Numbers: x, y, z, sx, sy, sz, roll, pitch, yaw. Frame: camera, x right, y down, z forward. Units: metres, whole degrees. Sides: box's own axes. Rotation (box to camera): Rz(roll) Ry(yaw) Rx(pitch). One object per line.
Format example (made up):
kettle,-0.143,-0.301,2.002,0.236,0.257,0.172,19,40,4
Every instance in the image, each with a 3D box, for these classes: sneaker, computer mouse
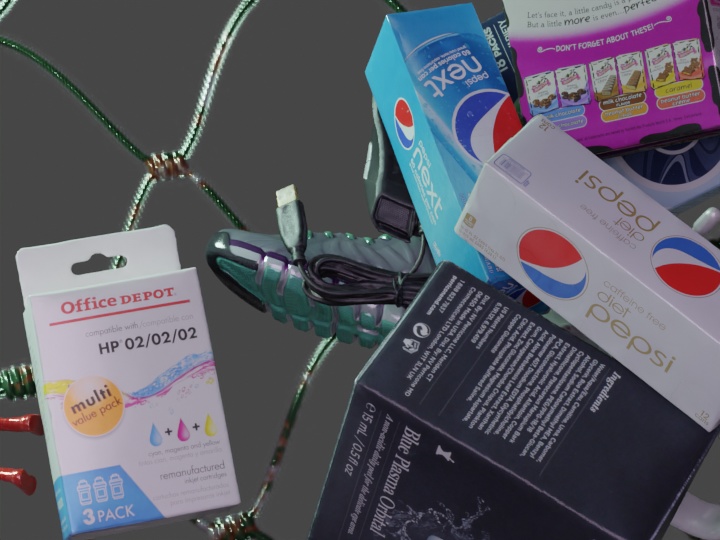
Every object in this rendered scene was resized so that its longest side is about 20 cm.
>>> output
sneaker,0.000,0.000,1.663,0.199,0.074,0.088,22,66,4
computer mouse,0.011,-0.052,1.639,0.140,0.046,0.201,2,60,-11

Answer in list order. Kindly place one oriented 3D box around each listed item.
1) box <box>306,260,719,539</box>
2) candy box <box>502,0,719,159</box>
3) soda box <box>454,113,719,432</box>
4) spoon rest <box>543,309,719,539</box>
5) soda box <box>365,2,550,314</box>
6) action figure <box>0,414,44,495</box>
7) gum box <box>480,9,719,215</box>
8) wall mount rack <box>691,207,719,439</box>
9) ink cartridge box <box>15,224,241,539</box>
box,0.089,0.132,1.546,0.200,0.197,0.118,30,54,10
candy box,0.161,-0.175,1.582,0.136,0.061,0.201,-11,87,27
soda box,0.156,0.001,1.487,0.200,0.068,0.064,39,50,13
spoon rest,0.166,0.102,1.622,0.200,0.061,0.099,42,57,14
soda box,0.068,-0.067,1.594,0.064,0.068,0.201,-11,63,-20
action figure,-0.312,0.119,1.687,0.199,0.052,0.066,4,78,12
gum box,0.194,-0.126,1.626,0.200,0.045,0.170,-28,80,22
wall mount rack,0.227,0.043,1.565,0.074,0.174,0.200,-36,80,1
ink cartridge box,-0.155,0.068,1.651,0.115,0.068,0.201,-10,81,-12
